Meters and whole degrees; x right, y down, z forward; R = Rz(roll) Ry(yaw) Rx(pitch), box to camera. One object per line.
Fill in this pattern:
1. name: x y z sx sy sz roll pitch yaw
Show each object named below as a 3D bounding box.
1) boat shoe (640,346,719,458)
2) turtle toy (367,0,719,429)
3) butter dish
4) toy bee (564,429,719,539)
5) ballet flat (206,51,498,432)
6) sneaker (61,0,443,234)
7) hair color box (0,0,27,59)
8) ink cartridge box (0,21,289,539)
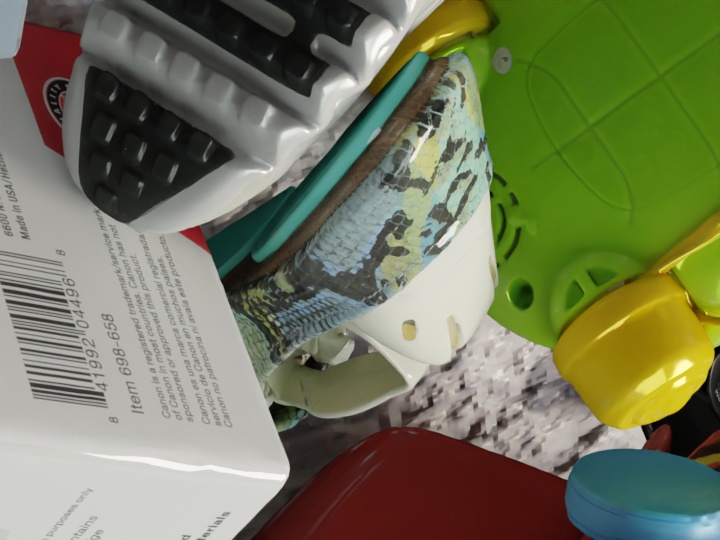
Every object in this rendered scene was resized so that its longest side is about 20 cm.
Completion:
1. boat shoe: 0.133 0.022 0.872 0.066 0.075 0.199 -48 -176 -38
2. turtle toy: 0.100 -0.049 0.776 0.200 0.146 0.101 -34 162 6
3. butter dish: -0.009 0.129 0.892 0.200 0.148 0.200 -55 168 -24
4. toy bee: 0.096 0.104 0.767 0.200 0.108 0.131 -41 139 -38
5. ballet flat: 0.000 0.000 0.748 0.074 0.074 0.200 -10 170 -23
6. sneaker: 0.007 -0.087 0.689 0.200 0.075 0.081 -51 155 -1
7. hair color box: -0.175 -0.087 0.576 0.199 0.099 0.061 -8 138 -25
8. ink cartridge box: -0.135 0.005 0.662 0.200 0.145 0.084 11 133 -40
